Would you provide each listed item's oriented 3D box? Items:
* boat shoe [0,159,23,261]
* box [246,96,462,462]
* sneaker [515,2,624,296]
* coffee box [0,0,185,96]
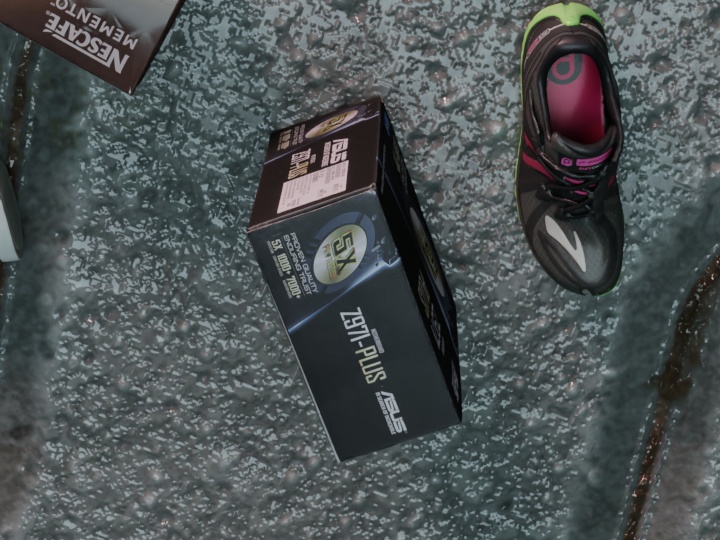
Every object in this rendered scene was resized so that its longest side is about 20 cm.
[{"bbox_3d":[-0.277,-0.093,1.238,0.060,0.076,0.202,-11,109,-1],"label":"boat shoe"},{"bbox_3d":[0.000,0.000,1.201,0.085,0.200,0.165,-18,109,8],"label":"box"},{"bbox_3d":[0.138,-0.073,1.235,0.076,0.084,0.202,-8,110,4],"label":"sneaker"},{"bbox_3d":[-0.203,-0.215,1.188,0.199,0.080,0.114,29,107,-9],"label":"coffee box"}]
